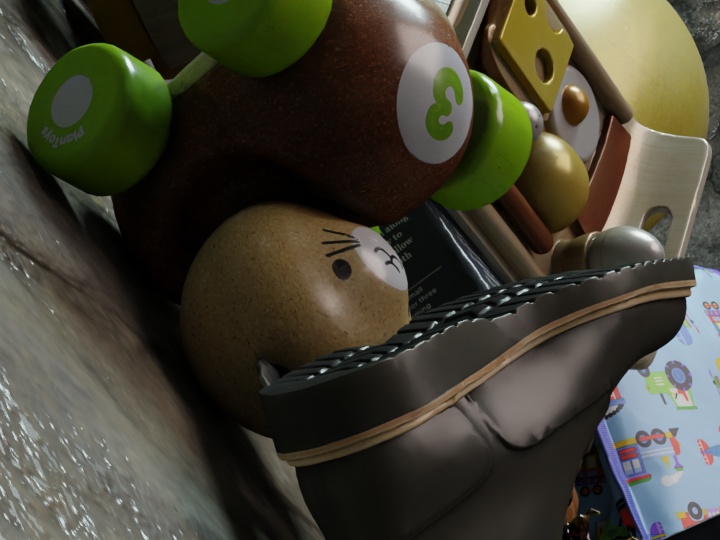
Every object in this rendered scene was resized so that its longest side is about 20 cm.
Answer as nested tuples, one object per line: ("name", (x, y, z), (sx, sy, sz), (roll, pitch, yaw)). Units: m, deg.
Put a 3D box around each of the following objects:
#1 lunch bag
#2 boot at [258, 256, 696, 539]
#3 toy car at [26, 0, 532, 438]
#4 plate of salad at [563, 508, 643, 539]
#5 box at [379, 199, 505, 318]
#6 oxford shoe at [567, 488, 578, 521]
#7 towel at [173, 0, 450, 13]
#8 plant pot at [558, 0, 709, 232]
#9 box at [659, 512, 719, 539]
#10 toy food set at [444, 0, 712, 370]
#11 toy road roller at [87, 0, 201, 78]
("lunch bag", (0.158, 0.074, 1.088), (0.150, 0.094, 0.200), (1, 71, -36))
("boot", (0.057, 0.078, 0.716), (0.200, 0.077, 0.139), (-20, 94, -41))
("toy car", (-0.011, 0.002, 0.781), (0.164, 0.158, 0.200), (30, 33, -46))
("plate of salad", (0.129, 0.141, 0.891), (0.200, 0.200, 0.048), (45, 50, -58))
("box", (0.000, 0.000, 1.013), (0.200, 0.107, 0.148), (57, 7, 30))
("oxford shoe", (0.058, 0.103, 0.936), (0.200, 0.071, 0.071), (46, 26, -67))
("towel", (-0.046, -0.191, 1.078), (0.200, 0.035, 0.193), (11, 51, -19))
("plant pot", (0.086, -0.069, 1.174), (0.200, 0.200, 0.142), (52, 29, -12))
("box", (0.172, 0.179, 0.767), (0.200, 0.198, 0.123), (47, 23, -47))
("toy food set", (0.100, -0.066, 0.980), (0.200, 0.060, 0.144), (50, 49, -38))
("toy road roller", (-0.077, -0.149, 1.204), (0.200, 0.123, 0.146), (-111, 175, -67))
